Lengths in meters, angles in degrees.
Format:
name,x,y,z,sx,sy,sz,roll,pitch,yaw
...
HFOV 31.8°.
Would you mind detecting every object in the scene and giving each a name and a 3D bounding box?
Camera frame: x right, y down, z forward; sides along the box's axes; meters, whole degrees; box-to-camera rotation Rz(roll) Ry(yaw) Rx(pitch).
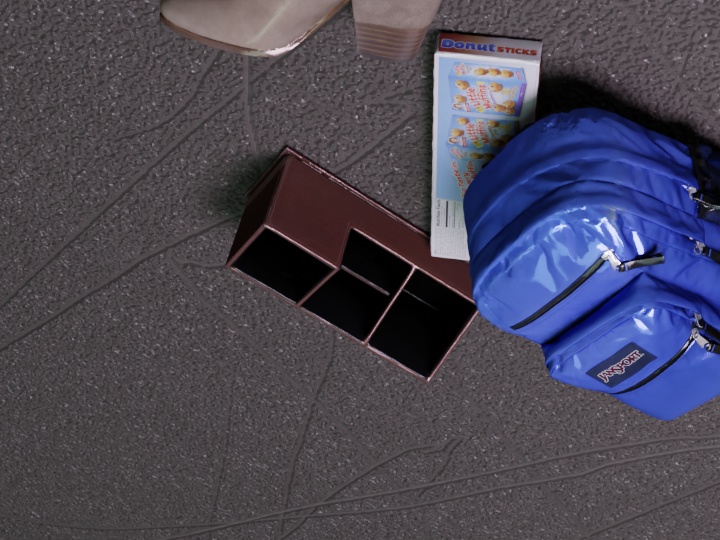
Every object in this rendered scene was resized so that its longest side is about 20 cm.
name,x,y,z,sx,sy,sz,roll,pitch,yaw
backpack,0.174,-0.007,0.842,0.198,0.169,0.163,24,132,-24
boot,-0.034,-0.206,0.774,0.197,0.071,0.148,8,133,8
snack box,0.087,-0.080,0.903,0.071,0.025,0.201,7,140,9
desk organizer,0.000,0.000,0.983,0.199,0.078,0.072,31,138,-18
